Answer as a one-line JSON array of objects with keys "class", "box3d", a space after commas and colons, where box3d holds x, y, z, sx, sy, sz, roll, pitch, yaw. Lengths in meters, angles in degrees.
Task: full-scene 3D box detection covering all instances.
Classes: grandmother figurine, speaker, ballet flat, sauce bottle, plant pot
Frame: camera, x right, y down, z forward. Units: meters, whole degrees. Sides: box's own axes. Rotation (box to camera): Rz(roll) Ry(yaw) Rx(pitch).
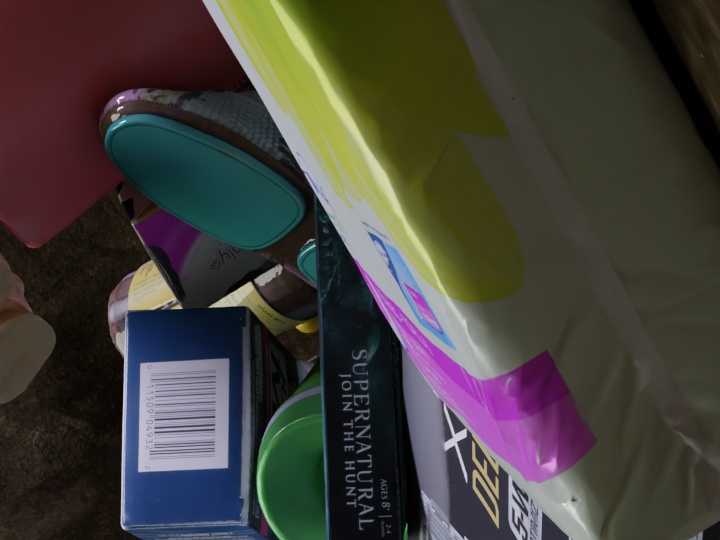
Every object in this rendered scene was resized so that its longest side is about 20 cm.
[{"class": "grandmother figurine", "box3d": [-0.188, -0.031, 0.950, 0.200, 0.060, 0.122, 53, 166, 53]}, {"class": "speaker", "box3d": [0.016, 0.061, 1.022, 0.089, 0.088, 0.200, 59, -157, -10]}, {"class": "ballet flat", "box3d": [-0.020, -0.032, 0.942, 0.199, 0.071, 0.069, 32, 143, -20]}, {"class": "sauce bottle", "box3d": [-0.041, -0.001, 1.100, 0.065, 0.199, 0.065, 24, -124, -40]}, {"class": "plant pot", "box3d": [-0.119, -0.138, 0.963, 0.201, 0.177, 0.200, 58, 179, 2]}]

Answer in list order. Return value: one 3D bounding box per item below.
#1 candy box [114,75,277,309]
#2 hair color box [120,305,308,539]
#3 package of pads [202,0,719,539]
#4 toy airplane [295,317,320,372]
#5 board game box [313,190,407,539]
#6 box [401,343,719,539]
[{"class": "candy box", "box3d": [-0.060, -0.074, 1.074, 0.061, 0.136, 0.200, 59, 178, -30]}, {"class": "hair color box", "box3d": [-0.058, 0.089, 1.055, 0.200, 0.060, 0.101, 56, -148, -72]}, {"class": "package of pads", "box3d": [0.013, -0.050, 0.486, 0.201, 0.068, 0.155, 60, 177, -17]}, {"class": "toy airplane", "box3d": [-0.017, 0.014, 1.207, 0.201, 0.140, 0.199, 68, 165, -5]}, {"class": "board game box", "box3d": [0.000, 0.000, 0.836, 0.135, 0.028, 0.201, 32, -124, -87]}, {"class": "box", "box3d": [0.062, 0.095, 0.724, 0.158, 0.049, 0.201, -123, 26, -53]}]
